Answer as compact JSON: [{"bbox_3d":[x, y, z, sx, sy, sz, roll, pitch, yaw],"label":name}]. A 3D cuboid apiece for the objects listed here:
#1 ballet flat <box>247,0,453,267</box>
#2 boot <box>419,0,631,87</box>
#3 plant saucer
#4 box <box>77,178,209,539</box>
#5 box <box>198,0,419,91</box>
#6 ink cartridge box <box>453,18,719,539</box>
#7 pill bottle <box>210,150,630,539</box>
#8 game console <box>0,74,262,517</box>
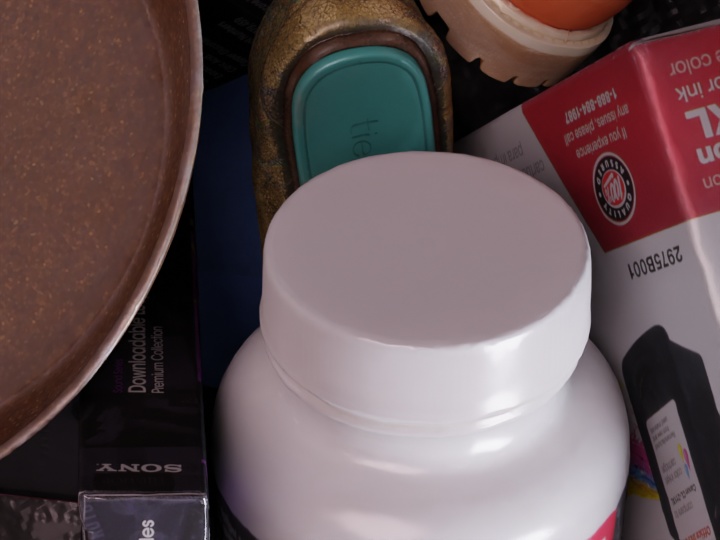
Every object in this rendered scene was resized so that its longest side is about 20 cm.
[{"bbox_3d":[0.000,0.000,0.811,0.070,0.071,0.201,10,128,18],"label":"ballet flat"},{"bbox_3d":[0.044,-0.163,0.781,0.107,0.075,0.200,-45,59,43],"label":"boot"},{"bbox_3d":[-0.120,-0.033,0.732,0.200,0.037,0.201,-7,75,27],"label":"plant saucer"},{"bbox_3d":[-0.059,0.073,0.767,0.036,0.200,0.143,0,116,-3],"label":"box"},{"bbox_3d":[-0.112,-0.145,0.838,0.199,0.117,0.197,-22,72,19],"label":"box"},{"bbox_3d":[0.109,0.040,0.765,0.083,0.146,0.201,-15,86,-21],"label":"ink cartridge box"},{"bbox_3d":[0.015,0.071,0.751,0.110,0.111,0.200,15,131,18],"label":"pill bottle"},{"bbox_3d":[-0.068,-0.024,0.892,0.176,0.031,0.201,4,93,18],"label":"game console"}]
